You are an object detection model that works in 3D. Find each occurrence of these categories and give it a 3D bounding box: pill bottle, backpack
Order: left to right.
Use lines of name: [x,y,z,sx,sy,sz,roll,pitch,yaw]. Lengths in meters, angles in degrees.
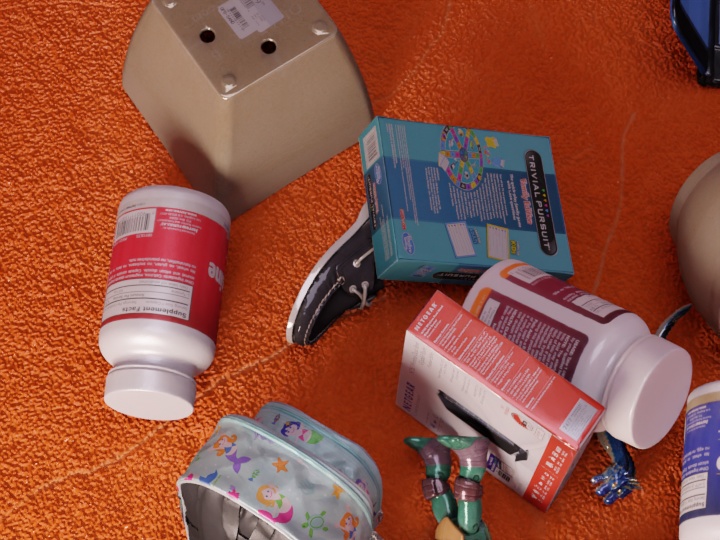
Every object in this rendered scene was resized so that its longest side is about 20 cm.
pill bottle: [-0.187,0.032,1.498,0.111,0.113,0.203,5,68,0]
backpack: [-0.068,0.207,1.377,0.176,0.201,0.151,29,69,16]
pill bottle: [0.194,0.077,1.444,0.199,0.115,0.114,27,66,37]
pill bottle: [0.351,0.212,1.442,0.118,0.120,0.203,8,67,1]

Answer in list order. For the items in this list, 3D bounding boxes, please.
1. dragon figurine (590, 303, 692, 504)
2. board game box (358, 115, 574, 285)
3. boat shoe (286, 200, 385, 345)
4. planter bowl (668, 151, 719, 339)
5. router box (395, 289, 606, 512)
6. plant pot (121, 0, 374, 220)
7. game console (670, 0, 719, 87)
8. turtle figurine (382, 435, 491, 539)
dragon figurine: [0.270,0.130,1.505,0.099,0.059,0.200,43,73,14]
board game box: [0.103,-0.063,1.547,0.198,0.047,0.153,5,65,-26]
boat shoe: [0.000,0.000,1.544,0.060,0.074,0.201,30,61,15]
planter bowl: [0.382,-0.034,1.523,0.199,0.202,0.135,-29,44,-14]
router box: [0.120,0.122,1.427,0.179,0.200,0.049,35,70,13]
plant pot: [-0.114,-0.206,1.565,0.199,0.177,0.201,-32,72,-14]
game console: [0.399,-0.304,1.659,0.168,0.119,0.203,7,68,1]
turtle figurine: [0.077,0.252,1.429,0.148,0.100,0.203,-7,78,41]
